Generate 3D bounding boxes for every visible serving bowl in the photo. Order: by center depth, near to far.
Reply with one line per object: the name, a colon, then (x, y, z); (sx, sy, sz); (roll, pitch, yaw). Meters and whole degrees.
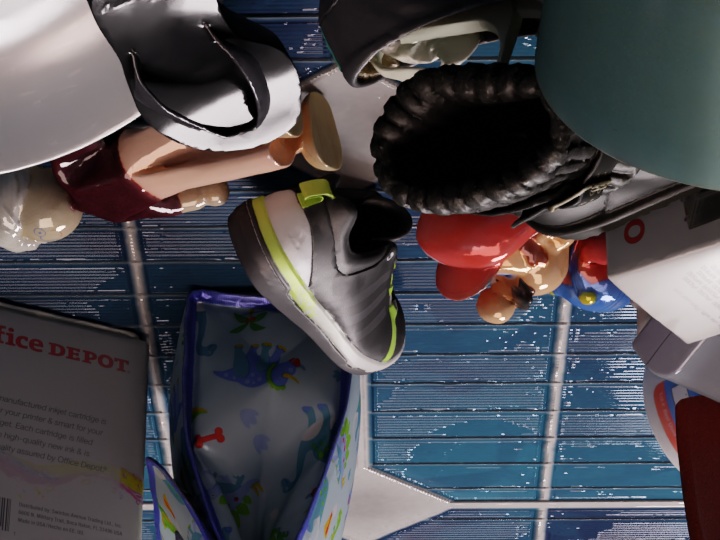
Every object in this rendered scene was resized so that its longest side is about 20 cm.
serving bowl: (-0.168, -0.126, 1.317); (0.200, 0.066, 0.200); (-19, 154, -9)

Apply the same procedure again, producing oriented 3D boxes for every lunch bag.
lunch bag: (-0.063, 0.136, 1.682); (0.127, 0.200, 0.170); (0, 152, -1)

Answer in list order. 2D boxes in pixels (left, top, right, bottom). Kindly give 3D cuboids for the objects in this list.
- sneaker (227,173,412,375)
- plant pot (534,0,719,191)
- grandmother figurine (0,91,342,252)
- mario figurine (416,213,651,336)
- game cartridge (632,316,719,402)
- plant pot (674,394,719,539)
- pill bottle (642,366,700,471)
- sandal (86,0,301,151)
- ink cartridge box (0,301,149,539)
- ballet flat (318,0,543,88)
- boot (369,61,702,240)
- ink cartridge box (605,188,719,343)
sneaker: (0.000, 0.000, 1.562); (0.083, 0.072, 0.200); (-29, 155, 12)
plant pot: (0.175, -0.154, 1.171); (0.201, 0.201, 0.161); (0, 125, 1)
grandmother figurine: (-0.117, -0.056, 1.483); (0.200, 0.061, 0.121); (-19, 138, 25)
mario figurine: (0.114, 0.008, 1.549); (0.200, 0.106, 0.123); (16, 147, -30)
game cartridge: (0.240, -0.009, 1.473); (0.200, 0.042, 0.133); (-45, 156, 13)
plant pot: (0.295, 0.181, 1.543); (0.200, 0.176, 0.200); (-12, 139, 29)
pill bottle: (0.269, 0.050, 1.615); (0.112, 0.112, 0.200); (19, 147, -31)
sandal: (-0.081, -0.097, 1.322); (0.076, 0.043, 0.200); (-28, 155, 8)
ink cartridge box: (-0.210, 0.128, 1.669); (0.145, 0.200, 0.088); (14, 151, -26)
ballet flat: (0.077, -0.123, 1.344); (0.200, 0.073, 0.073); (-8, 150, 14)
boot: (0.123, -0.080, 1.276); (0.211, 0.079, 0.158); (-34, 157, 23)
ink cartridge box: (0.221, -0.068, 1.366); (0.200, 0.147, 0.083); (-20, 144, 31)
